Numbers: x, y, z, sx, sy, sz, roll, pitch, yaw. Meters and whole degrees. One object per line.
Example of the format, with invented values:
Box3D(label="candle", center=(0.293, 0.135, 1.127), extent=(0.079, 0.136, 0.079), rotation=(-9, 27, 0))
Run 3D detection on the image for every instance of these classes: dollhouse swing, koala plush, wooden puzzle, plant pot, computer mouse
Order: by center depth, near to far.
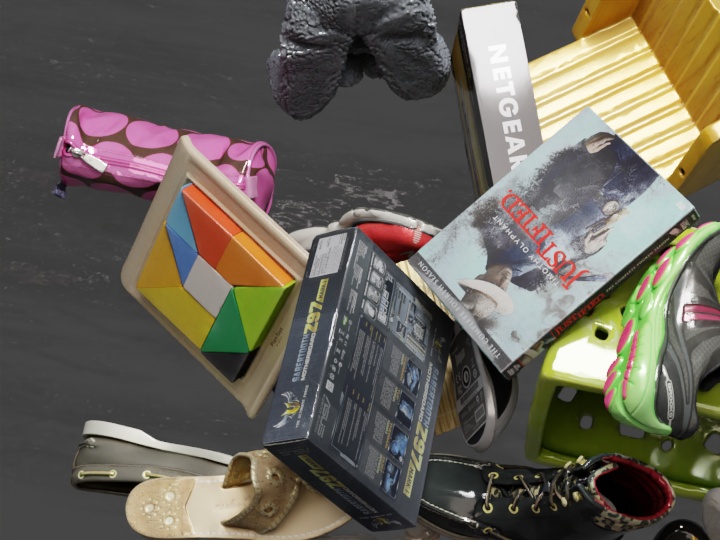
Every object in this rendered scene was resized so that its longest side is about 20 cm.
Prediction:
Box3D(label="plant pot", center=(0.256, 0.070, 1.367), extent=(0.199, 0.200, 0.182), rotation=(12, 63, 6))
Box3D(label="computer mouse", center=(0.105, 0.062, 1.399), extent=(0.044, 0.110, 0.200), rotation=(1, 64, -20))
Box3D(label="wooden puzzle", center=(-0.129, 0.010, 1.413), extent=(0.200, 0.185, 0.037), rotation=(46, 42, 18))
Box3D(label="dollhouse swing", center=(0.236, -0.166, 1.476), extent=(0.176, 0.182, 0.200), rotation=(-19, 70, -17))
Box3D(label="koala plush", center=(-0.013, -0.280, 1.527), extent=(0.177, 0.184, 0.200), rotation=(-8, 58, -2))

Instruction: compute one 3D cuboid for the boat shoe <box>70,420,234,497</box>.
Box3D(label="boat shoe", center=(-0.155, 0.184, 1.400), extent=(0.202, 0.072, 0.060), rotation=(13, 70, 13))

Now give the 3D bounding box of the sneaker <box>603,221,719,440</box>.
Box3D(label="sneaker", center=(0.249, 0.048, 1.238), extent=(0.084, 0.077, 0.200), rotation=(31, 59, -8))

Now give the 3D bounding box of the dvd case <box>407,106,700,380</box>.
Box3D(label="dvd case", center=(0.153, -0.025, 1.300), extent=(0.200, 0.022, 0.146), rotation=(-41, 53, 3))

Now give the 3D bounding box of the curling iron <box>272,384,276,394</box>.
Box3D(label="curling iron", center=(-0.111, 0.036, 1.453), extent=(0.026, 0.050, 0.200), rotation=(-24, 87, -33))

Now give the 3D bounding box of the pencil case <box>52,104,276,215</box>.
Box3D(label="pencil case", center=(-0.180, -0.096, 1.492), extent=(0.200, 0.094, 0.091), rotation=(10, 89, 6))

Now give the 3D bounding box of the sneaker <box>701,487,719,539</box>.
Box3D(label="sneaker", center=(0.381, 0.242, 1.362), extent=(0.105, 0.076, 0.200), rotation=(-40, 88, -23))

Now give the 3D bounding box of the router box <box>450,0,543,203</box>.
Box3D(label="router box", center=(0.125, -0.120, 1.439), extent=(0.052, 0.157, 0.200), rotation=(-9, 81, -2))

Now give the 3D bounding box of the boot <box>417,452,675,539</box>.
Box3D(label="boot", center=(0.142, 0.180, 1.322), extent=(0.203, 0.154, 0.074), rotation=(19, 63, -12))

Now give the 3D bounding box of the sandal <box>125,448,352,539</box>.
Box3D(label="sandal", center=(-0.092, 0.184, 1.319), extent=(0.211, 0.070, 0.078), rotation=(-8, 71, 3))

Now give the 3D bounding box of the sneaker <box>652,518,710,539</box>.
Box3D(label="sneaker", center=(0.252, 0.297, 1.333), extent=(0.070, 0.090, 0.200), rotation=(21, 72, 9))

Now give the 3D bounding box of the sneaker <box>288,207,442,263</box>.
Box3D(label="sneaker", center=(0.000, 0.000, 1.417), extent=(0.077, 0.200, 0.085), rotation=(18, 68, -32))

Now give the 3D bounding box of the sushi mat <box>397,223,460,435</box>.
Box3D(label="sushi mat", center=(0.041, 0.058, 1.470), extent=(0.096, 0.012, 0.200), rotation=(-13, 70, -3))

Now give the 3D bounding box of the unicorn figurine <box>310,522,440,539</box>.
Box3D(label="unicorn figurine", center=(-0.007, 0.252, 1.362), extent=(0.137, 0.074, 0.200), rotation=(16, 53, -1))

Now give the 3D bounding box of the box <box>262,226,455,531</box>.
Box3D(label="box", center=(0.003, 0.089, 1.309), extent=(0.051, 0.158, 0.200), rotation=(-12, 51, 35))
